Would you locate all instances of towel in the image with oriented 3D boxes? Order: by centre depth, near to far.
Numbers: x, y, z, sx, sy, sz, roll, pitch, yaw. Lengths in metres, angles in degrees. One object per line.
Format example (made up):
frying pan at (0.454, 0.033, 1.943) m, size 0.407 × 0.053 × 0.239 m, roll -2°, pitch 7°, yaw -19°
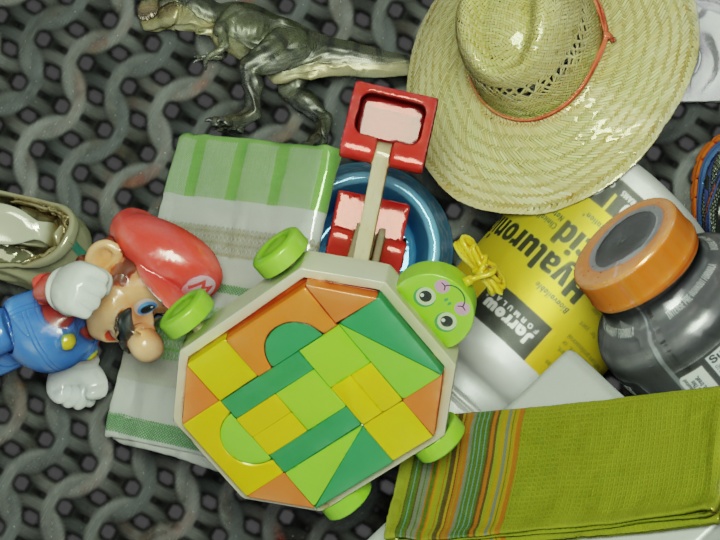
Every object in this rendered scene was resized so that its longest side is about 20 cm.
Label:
towel at (0.108, 0.108, 1.239) m, size 0.199 × 0.018 × 0.086 m, roll -9°, pitch 54°, yaw 28°
towel at (-0.080, 0.019, 1.357) m, size 0.031 × 0.149 × 0.201 m, roll 19°, pitch 84°, yaw -44°

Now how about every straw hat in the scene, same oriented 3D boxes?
straw hat at (0.098, -0.141, 1.323) m, size 0.200 × 0.085 × 0.202 m, roll -11°, pitch 62°, yaw 21°

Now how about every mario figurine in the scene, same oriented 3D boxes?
mario figurine at (-0.170, 0.042, 1.333) m, size 0.199 × 0.124 × 0.106 m, roll -25°, pitch 104°, yaw 13°

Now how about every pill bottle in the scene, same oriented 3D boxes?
pill bottle at (0.207, 0.051, 1.281) m, size 0.106 × 0.106 × 0.200 m, roll -43°, pitch 111°, yaw -3°
pill bottle at (0.109, 0.024, 1.357) m, size 0.111 × 0.111 × 0.200 m, roll 41°, pitch 88°, yaw 2°

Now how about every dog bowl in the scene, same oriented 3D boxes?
dog bowl at (-0.017, 0.027, 1.387) m, size 0.111 × 0.050 × 0.201 m, roll 26°, pitch 87°, yaw 1°

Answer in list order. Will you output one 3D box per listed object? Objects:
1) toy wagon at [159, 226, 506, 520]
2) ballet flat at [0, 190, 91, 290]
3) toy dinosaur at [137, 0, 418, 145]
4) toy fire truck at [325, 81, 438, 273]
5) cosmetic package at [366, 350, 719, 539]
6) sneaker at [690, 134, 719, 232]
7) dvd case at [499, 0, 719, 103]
toy wagon at (-0.009, 0.049, 1.238) m, size 0.200 × 0.040 × 0.155 m, roll -33°, pitch 109°, yaw 23°
ballet flat at (-0.264, -0.034, 1.381) m, size 0.199 × 0.069 × 0.070 m, roll 10°, pitch 87°, yaw 0°
toy dinosaur at (-0.048, -0.121, 1.399) m, size 0.199 × 0.047 × 0.088 m, roll 14°, pitch 80°, yaw -3°
toy fire truck at (0.000, 0.000, 1.293) m, size 0.049 × 0.141 × 0.201 m, roll 12°, pitch 87°, yaw 1°
cosmetic package at (0.127, 0.192, 1.292) m, size 0.200 × 0.165 × 0.165 m, roll -43°, pitch 45°, yaw -2°
sneaker at (0.239, 0.011, 1.375) m, size 0.075 × 0.078 × 0.201 m, roll -8°, pitch 87°, yaw 0°
dvd case at (0.172, -0.179, 1.417) m, size 0.199 × 0.016 × 0.149 m, roll -1°, pitch 86°, yaw -1°
